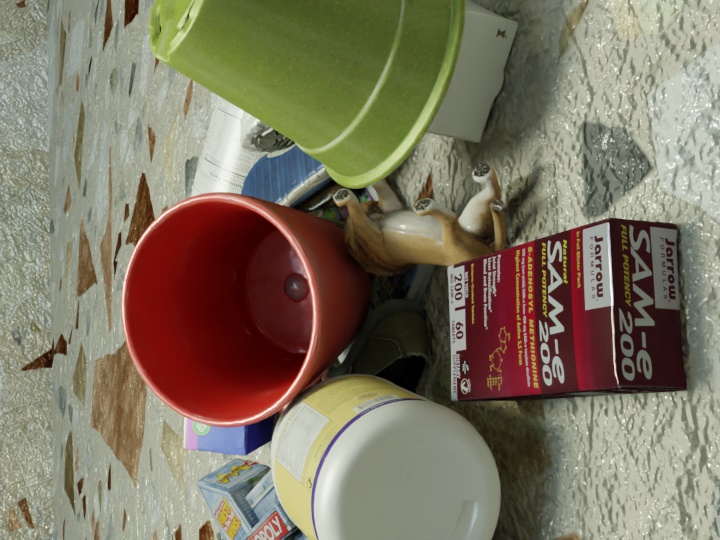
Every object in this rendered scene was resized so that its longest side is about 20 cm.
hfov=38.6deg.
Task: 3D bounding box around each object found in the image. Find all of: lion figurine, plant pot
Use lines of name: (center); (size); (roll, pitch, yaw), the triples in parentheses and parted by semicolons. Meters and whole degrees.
lion figurine: (0.055, -0.031, 0.864); (0.199, 0.123, 0.073); (16, 59, 42)
plant pot: (-0.087, 0.025, 0.935); (0.198, 0.177, 0.203); (3, 97, 23)
plant pot: (-0.054, -0.188, 0.792); (0.200, 0.189, 0.202); (-35, 47, 47)

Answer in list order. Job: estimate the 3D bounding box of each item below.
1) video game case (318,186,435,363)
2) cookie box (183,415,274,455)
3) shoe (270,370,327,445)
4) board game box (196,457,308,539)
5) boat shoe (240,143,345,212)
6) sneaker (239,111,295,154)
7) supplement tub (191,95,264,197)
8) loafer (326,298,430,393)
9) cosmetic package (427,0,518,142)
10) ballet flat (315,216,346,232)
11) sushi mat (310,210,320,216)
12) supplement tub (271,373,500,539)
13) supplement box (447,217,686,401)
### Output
video game case: (0.000, 0.000, 1.049); (0.201, 0.023, 0.183); (61, 140, 43)
cookie box: (-0.135, 0.108, 1.165); (0.200, 0.074, 0.173); (15, -103, -81)
shoe: (-0.056, 0.147, 1.101); (0.091, 0.071, 0.202); (-133, 39, -53)
board game box: (-0.084, 0.273, 1.073); (0.201, 0.061, 0.200); (54, 142, 14)
boat shoe: (-0.050, -0.087, 1.034); (0.199, 0.072, 0.073); (-24, 61, 48)
sneaker: (-0.073, -0.192, 1.011); (0.200, 0.077, 0.100); (127, 137, -53)
supplement tub: (-0.105, -0.151, 1.150); (0.132, 0.131, 0.202); (41, 117, 59)
loafer: (0.010, 0.119, 0.967); (0.070, 0.074, 0.201); (-110, 34, -47)
cosmetic package: (0.046, -0.201, 0.916); (0.200, 0.084, 0.109); (49, 127, 57)
ballet flat: (-0.072, -0.020, 1.061); (0.198, 0.072, 0.068); (-12, 101, 25)
sushi mat: (-0.036, -0.095, 1.160); (0.200, 0.012, 0.097); (137, 131, -56)
supplement tub: (0.010, 0.162, 0.821); (0.200, 0.144, 0.147); (-172, 85, -72)
supplement box: (0.137, 0.036, 0.727); (0.200, 0.060, 0.110); (-20, 69, 62)
